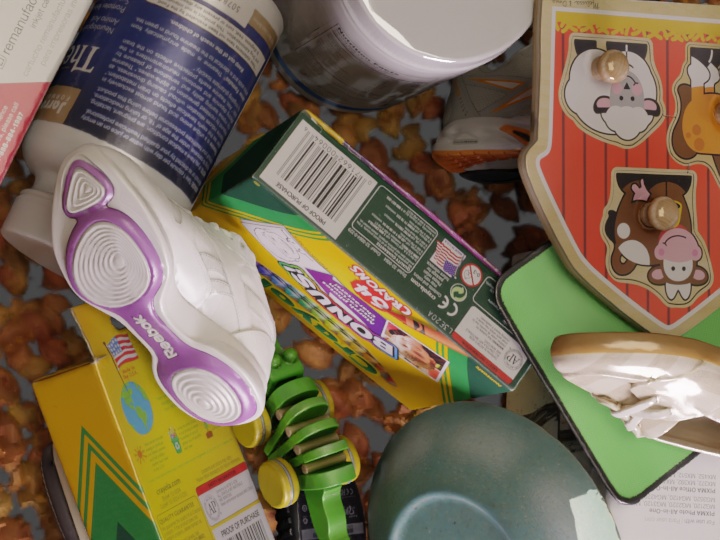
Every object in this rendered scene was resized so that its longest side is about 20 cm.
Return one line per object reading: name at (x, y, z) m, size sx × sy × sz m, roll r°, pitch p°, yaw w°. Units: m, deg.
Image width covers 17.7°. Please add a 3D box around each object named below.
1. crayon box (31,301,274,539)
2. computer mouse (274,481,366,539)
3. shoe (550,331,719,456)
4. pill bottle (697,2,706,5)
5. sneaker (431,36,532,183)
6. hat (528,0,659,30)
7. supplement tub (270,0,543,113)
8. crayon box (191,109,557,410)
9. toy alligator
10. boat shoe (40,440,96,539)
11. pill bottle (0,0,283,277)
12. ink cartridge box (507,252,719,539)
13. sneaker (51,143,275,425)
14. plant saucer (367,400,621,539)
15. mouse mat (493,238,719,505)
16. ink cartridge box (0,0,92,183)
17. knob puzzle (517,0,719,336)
crayon box at (-0.124, 0.110, 1.387) m, size 0.051 × 0.127 × 0.200 m, roll -19°, pitch 91°, yaw 26°
computer mouse at (-0.025, 0.211, 1.452) m, size 0.059 × 0.034 × 0.200 m, roll 2°, pitch 82°, yaw -40°
shoe at (0.198, 0.078, 1.340) m, size 0.200 × 0.070 × 0.053 m, roll 16°, pitch 70°, yaw -24°
pill bottle at (0.234, -0.069, 1.523) m, size 0.113 × 0.113 × 0.200 m, roll -28°, pitch 94°, yaw -18°
sneaker at (0.137, -0.112, 1.470) m, size 0.076 × 0.200 × 0.092 m, roll 32°, pitch 61°, yaw -57°
hat at (0.139, -0.246, 1.516) m, size 0.200 × 0.081 × 0.201 m, roll -1°, pitch 85°, yaw 14°
supplement tub at (0.022, -0.173, 1.418) m, size 0.132 × 0.200 × 0.132 m, roll 2°, pitch 84°, yaw -17°
crayon box at (0.000, 0.000, 1.409) m, size 0.200 × 0.173 × 0.058 m, roll 40°, pitch 71°, yaw -10°
toy alligator at (-0.046, 0.076, 1.421) m, size 0.059 × 0.054 × 0.200 m, roll -15°, pitch 72°, yaw -33°
boat shoe at (-0.156, 0.195, 1.395) m, size 0.063 × 0.073 × 0.200 m, roll -21°, pitch 96°, yaw 23°
pill bottle at (-0.137, -0.091, 1.407) m, size 0.111 × 0.111 × 0.200 m, roll 30°, pitch 77°, yaw -13°
ink cartridge box at (0.158, 0.086, 1.456) m, size 0.083 × 0.145 × 0.200 m, roll 6°, pitch 83°, yaw -23°
sneaker at (-0.113, -0.003, 1.350) m, size 0.200 × 0.075 × 0.100 m, roll 59°, pitch 34°, yaw -32°
plant saucer at (0.070, 0.181, 1.404) m, size 0.039 × 0.201 × 0.201 m, roll -18°, pitch 90°, yaw -47°
mouse mat at (0.187, 0.024, 1.383) m, size 0.200 × 0.008 × 0.161 m, roll -35°, pitch 99°, yaw -22°
ink cartridge box at (-0.281, -0.150, 1.381) m, size 0.200 × 0.083 × 0.145 m, roll 28°, pitch 77°, yaw -13°
knob puzzle at (0.184, -0.059, 1.361) m, size 0.219 × 0.030 × 0.220 m, roll 1°, pitch 88°, yaw -29°
